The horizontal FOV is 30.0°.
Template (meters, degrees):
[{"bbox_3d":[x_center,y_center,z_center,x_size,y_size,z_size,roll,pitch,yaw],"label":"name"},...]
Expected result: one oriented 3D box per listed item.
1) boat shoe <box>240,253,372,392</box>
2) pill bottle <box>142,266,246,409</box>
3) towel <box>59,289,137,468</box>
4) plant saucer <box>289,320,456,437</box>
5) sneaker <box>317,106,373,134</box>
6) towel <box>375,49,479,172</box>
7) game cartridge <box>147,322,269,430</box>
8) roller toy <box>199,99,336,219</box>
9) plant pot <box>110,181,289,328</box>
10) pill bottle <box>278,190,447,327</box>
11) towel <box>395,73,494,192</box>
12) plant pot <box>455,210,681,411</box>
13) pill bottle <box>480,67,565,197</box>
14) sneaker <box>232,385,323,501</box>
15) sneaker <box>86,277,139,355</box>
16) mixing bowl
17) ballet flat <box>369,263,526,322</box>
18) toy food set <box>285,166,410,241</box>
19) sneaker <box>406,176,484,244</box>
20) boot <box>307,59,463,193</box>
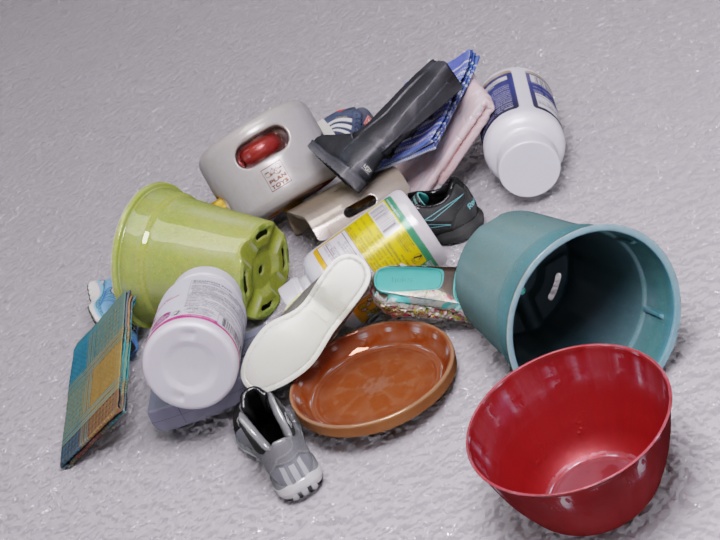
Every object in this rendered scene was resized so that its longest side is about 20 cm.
[{"bbox_3d":[-0.062,0.065,1.592,0.202,0.072,0.060,-48,-4,-2],"label":"boat shoe"},{"bbox_3d":[-0.196,0.075,1.629,0.112,0.114,0.200,-21,19,7],"label":"pill bottle"},{"bbox_3d":[-0.337,0.139,1.732,0.147,0.022,0.201,-43,34,32],"label":"towel"},{"bbox_3d":[0.016,0.127,1.550,0.198,0.033,0.201,-16,29,9],"label":"plant saucer"},{"bbox_3d":[-0.008,-0.203,2.044,0.084,0.075,0.200,-32,30,-2],"label":"sneaker"},{"bbox_3d":[0.079,-0.216,1.838,0.144,0.024,0.201,-19,33,42],"label":"towel"},{"bbox_3d":[-0.169,0.130,1.675,0.198,0.042,0.133,-24,24,4],"label":"game cartridge"},{"bbox_3d":[-0.129,-0.145,1.945,0.182,0.141,0.199,-31,0,43],"label":"roller toy"},{"bbox_3d":[-0.203,-0.011,1.811,0.182,0.202,0.201,7,42,26],"label":"plant pot"},{"bbox_3d":[0.000,0.000,1.681,0.199,0.113,0.113,-36,31,1],"label":"pill bottle"},{"bbox_3d":[0.111,-0.187,1.875,0.192,0.032,0.200,-57,21,18],"label":"towel"},{"bbox_3d":[0.204,0.027,1.436,0.199,0.202,0.196,-31,23,-10],"label":"plant pot"},{"bbox_3d":[0.216,-0.183,1.810,0.110,0.112,0.201,-19,31,12],"label":"pill bottle"},{"bbox_3d":[-0.109,0.165,1.519,0.075,0.116,0.200,-32,31,-12],"label":"sneaker"},{"bbox_3d":[-0.332,0.053,1.897,0.089,0.079,0.200,-24,31,-3],"label":"sneaker"},{"bbox_3d":[0.210,0.176,1.270,0.198,0.109,0.201,-19,30,12],"label":"mixing bowl"},{"bbox_3d":[0.107,0.031,1.600,0.198,0.064,0.076,8,58,16],"label":"ballet flat"},{"bbox_3d":[-0.017,-0.085,1.854,0.143,0.061,0.200,-29,11,-9],"label":"toy food set"},{"bbox_3d":[0.061,-0.062,1.776,0.198,0.080,0.076,-22,32,10],"label":"sneaker"},{"bbox_3d":[0.032,-0.205,1.794,0.200,0.066,0.165,-48,31,0],"label":"boot"}]
